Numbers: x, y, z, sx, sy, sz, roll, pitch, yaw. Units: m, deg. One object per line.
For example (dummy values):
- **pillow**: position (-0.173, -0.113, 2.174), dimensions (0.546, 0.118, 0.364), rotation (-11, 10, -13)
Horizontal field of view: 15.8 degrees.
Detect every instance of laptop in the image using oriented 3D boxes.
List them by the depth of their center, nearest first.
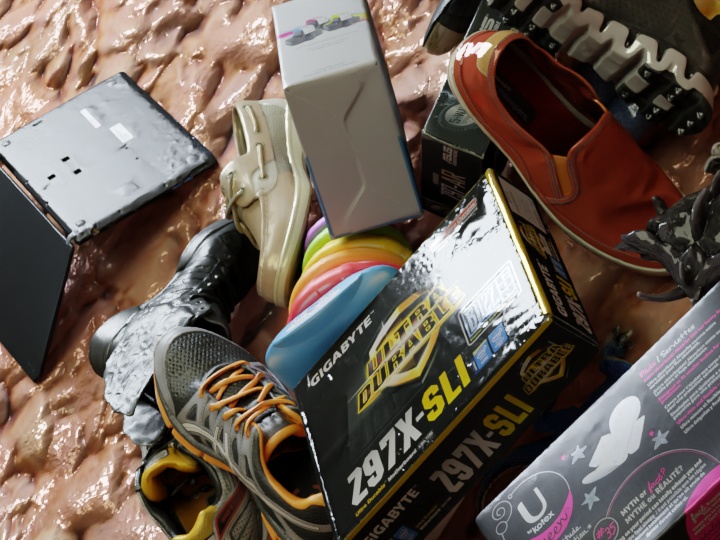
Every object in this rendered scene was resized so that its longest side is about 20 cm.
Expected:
- **laptop**: position (-0.219, -0.038, 2.031), dimensions (0.200, 0.104, 0.177), rotation (-31, 40, -14)

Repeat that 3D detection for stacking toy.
- **stacking toy**: position (0.000, 0.000, 1.750), dimensions (0.116, 0.110, 0.200), rotation (-38, 31, 22)

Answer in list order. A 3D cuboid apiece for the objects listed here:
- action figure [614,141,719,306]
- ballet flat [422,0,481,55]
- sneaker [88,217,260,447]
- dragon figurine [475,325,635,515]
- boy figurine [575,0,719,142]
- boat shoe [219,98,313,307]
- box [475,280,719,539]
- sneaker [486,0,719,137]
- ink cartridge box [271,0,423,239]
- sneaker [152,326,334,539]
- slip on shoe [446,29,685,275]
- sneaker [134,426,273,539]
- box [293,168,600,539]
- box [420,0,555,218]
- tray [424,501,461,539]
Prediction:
- **action figure**: position (0.233, -0.034, 1.547), dimensions (0.119, 0.102, 0.200), rotation (2, 48, 41)
- **ballet flat**: position (0.115, -0.225, 1.824), dimensions (0.200, 0.057, 0.066), rotation (-49, 10, 14)
- **sneaker**: position (-0.112, 0.038, 1.803), dimensions (0.200, 0.060, 0.104), rotation (-42, 31, -25)
- **dragon figurine**: position (0.147, 0.102, 1.553), dimensions (0.200, 0.059, 0.100), rotation (-35, 36, 10)
- **boy figurine**: position (0.199, -0.163, 1.688), dimensions (0.124, 0.064, 0.200), rotation (33, 86, 38)
- **boat shoe**: position (-0.068, -0.050, 1.827), dimensions (0.065, 0.072, 0.200), rotation (5, 43, -4)
- **box**: position (0.190, 0.130, 1.447), dimensions (0.200, 0.132, 0.115), rotation (-44, 38, 9)
- **sneaker**: position (0.149, -0.173, 1.610), dimensions (0.091, 0.200, 0.066), rotation (-58, 8, -27)
- **ink cartridge box**: position (-0.011, -0.118, 1.763), dimensions (0.068, 0.116, 0.200), rotation (-16, 25, 3)
- **sneaker**: position (-0.063, 0.103, 1.687), dimensions (0.078, 0.077, 0.200), rotation (-36, 66, -21)
- **slip on shoe**: position (0.136, -0.071, 1.594), dimensions (0.074, 0.200, 0.061), rotation (-48, 11, -17)
- **sneaker**: position (-0.114, 0.131, 1.762), dimensions (0.078, 0.082, 0.200), rotation (-45, 40, 11)
- **box**: position (0.048, 0.060, 1.579), dimensions (0.200, 0.049, 0.160), rotation (-48, 33, 21)
- **box**: position (0.098, -0.142, 1.707), dimensions (0.043, 0.160, 0.201), rotation (23, 77, 7)
- **tray**: position (0.073, 0.101, 1.629), dimensions (0.200, 0.022, 0.107), rotation (-56, 6, -4)
